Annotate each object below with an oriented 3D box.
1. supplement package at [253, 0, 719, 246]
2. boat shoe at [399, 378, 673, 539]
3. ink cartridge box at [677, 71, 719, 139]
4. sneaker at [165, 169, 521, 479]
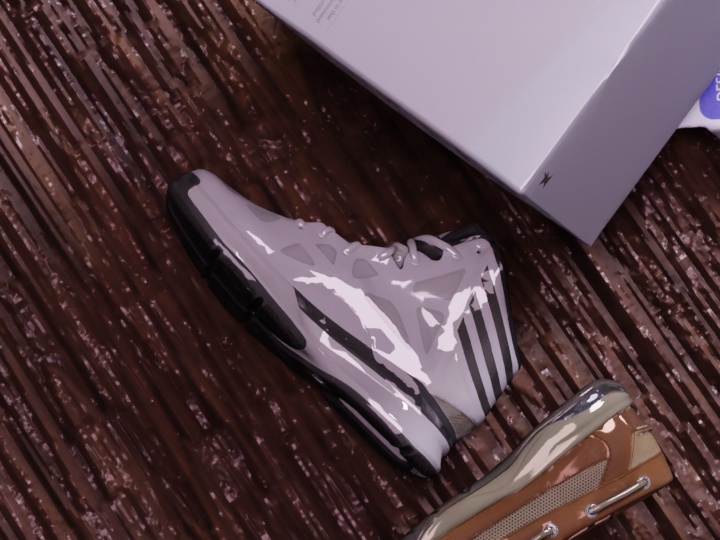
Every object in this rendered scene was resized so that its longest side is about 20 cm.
[{"bbox_3d":[0.065,-0.138,1.428,0.200,0.151,0.152,38,93,19],"label":"supplement package"},{"bbox_3d":[0.072,0.140,1.442,0.200,0.076,0.074,-40,83,-4],"label":"boat shoe"},{"bbox_3d":[0.231,-0.167,1.507,0.199,0.047,0.198,-2,80,5],"label":"ink cartridge box"},{"bbox_3d":[0.000,0.000,1.480,0.200,0.076,0.115,45,76,1],"label":"sneaker"}]
